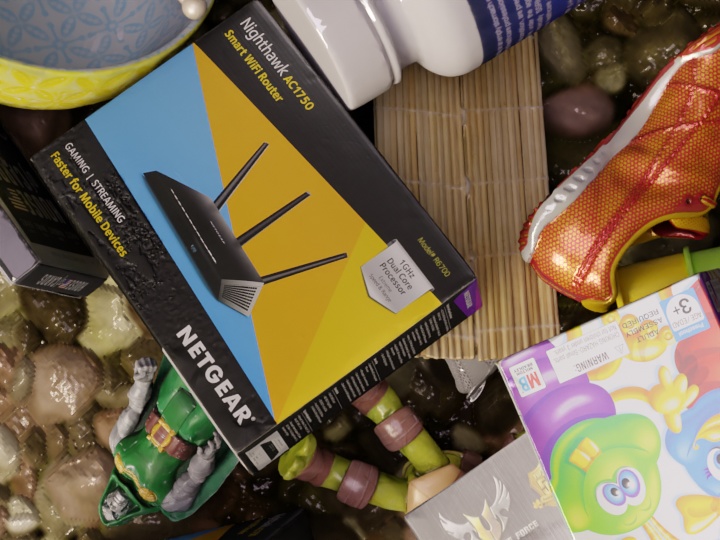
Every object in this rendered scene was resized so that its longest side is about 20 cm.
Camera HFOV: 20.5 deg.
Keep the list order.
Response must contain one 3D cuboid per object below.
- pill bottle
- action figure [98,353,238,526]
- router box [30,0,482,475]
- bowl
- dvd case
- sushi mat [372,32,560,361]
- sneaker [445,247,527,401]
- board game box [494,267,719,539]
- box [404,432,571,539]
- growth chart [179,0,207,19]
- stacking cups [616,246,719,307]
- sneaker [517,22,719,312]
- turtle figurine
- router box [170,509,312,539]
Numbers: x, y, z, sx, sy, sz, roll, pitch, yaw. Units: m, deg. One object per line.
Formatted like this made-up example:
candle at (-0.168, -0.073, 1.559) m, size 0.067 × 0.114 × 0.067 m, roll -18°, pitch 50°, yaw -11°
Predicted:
pill bottle at (0.055, -0.171, 1.028) m, size 0.199 × 0.120 × 0.120 m, roll -32°, pitch 84°, yaw -6°
action figure at (-0.091, 0.073, 1.105) m, size 0.118 × 0.055 × 0.200 m, roll 46°, pitch 120°, yaw 20°
router box at (-0.054, -0.020, 1.022) m, size 0.149 × 0.051 × 0.200 m, roll -36°, pitch 69°, yaw -6°
bowl at (-0.187, -0.160, 1.101) m, size 0.200 × 0.200 × 0.108 m, roll 47°, pitch 143°, yaw 8°
dvd case at (-0.221, -0.073, 1.099) m, size 0.025 × 0.150 × 0.200 m, roll -37°, pitch 84°, yaw 3°
sushi mat at (0.054, -0.047, 1.061) m, size 0.095 × 0.012 × 0.201 m, roll 2°, pitch 71°, yaw -11°
sneaker at (0.000, 0.000, 1.089) m, size 0.199 × 0.075 × 0.082 m, roll 30°, pitch 96°, yaw 10°
board game box at (0.156, 0.111, 0.913) m, size 0.103 × 0.105 × 0.201 m, roll -24°, pitch 85°, yaw 15°
box at (0.147, 0.132, 0.996) m, size 0.200 × 0.048 × 0.159 m, roll -35°, pitch 83°, yaw 14°
growth chart at (-0.050, -0.222, 1.088) m, size 0.200 × 0.018 × 0.145 m, roll -34°, pitch 79°, yaw -16°
stacking cups at (0.234, -0.001, 1.046) m, size 0.199 × 0.060 × 0.061 m, roll -15°, pitch 88°, yaw 12°
sneaker at (0.167, -0.061, 1.044) m, size 0.077 × 0.073 × 0.200 m, roll 40°, pitch 83°, yaw 6°
turtle figurine at (0.048, 0.114, 1.083) m, size 0.161 × 0.064 × 0.200 m, roll 36°, pitch 109°, yaw -9°
router box at (-0.114, 0.182, 1.046) m, size 0.148 × 0.200 × 0.051 m, roll -14°, pitch 91°, yaw 11°
